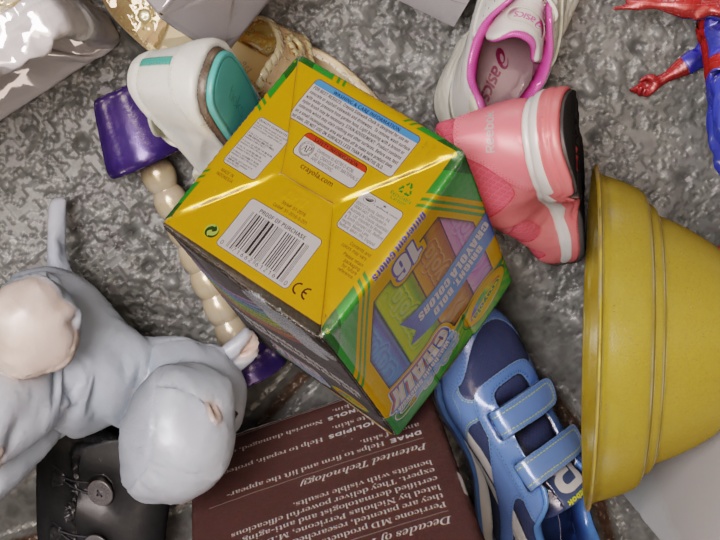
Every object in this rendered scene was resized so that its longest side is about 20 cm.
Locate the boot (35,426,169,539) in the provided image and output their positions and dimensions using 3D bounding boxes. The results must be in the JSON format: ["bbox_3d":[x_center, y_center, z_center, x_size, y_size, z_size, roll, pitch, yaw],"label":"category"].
[{"bbox_3d":[-0.135,0.198,0.810,0.163,0.066,0.203,8,97,7],"label":"boot"}]

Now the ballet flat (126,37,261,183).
[{"bbox_3d":[-0.079,-0.071,0.733,0.069,0.200,0.070,-7,63,13],"label":"ballet flat"}]

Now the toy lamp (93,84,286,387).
[{"bbox_3d":[-0.111,-0.021,0.787,0.058,0.058,0.202,-22,101,0],"label":"toy lamp"}]

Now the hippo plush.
[{"bbox_3d":[-0.152,0.083,0.721,0.160,0.200,0.160,28,101,-13],"label":"hippo plush"}]

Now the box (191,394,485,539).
[{"bbox_3d":[-0.001,0.199,0.746,0.163,0.200,0.167,-18,116,-1],"label":"box"}]

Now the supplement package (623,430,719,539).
[{"bbox_3d":[0.283,0.099,0.770,0.146,0.191,0.201,26,97,-9],"label":"supplement package"}]

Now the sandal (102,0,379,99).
[{"bbox_3d":[-0.071,-0.124,0.764,0.211,0.070,0.078,35,96,-10],"label":"sandal"}]

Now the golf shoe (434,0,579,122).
[{"bbox_3d":[0.107,-0.169,0.761,0.075,0.092,0.202,16,97,-6],"label":"golf shoe"}]

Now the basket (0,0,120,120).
[{"bbox_3d":[-0.261,-0.144,0.682,0.199,0.198,0.162,-30,99,2],"label":"basket"}]

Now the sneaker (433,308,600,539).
[{"bbox_3d":[0.107,0.113,0.805,0.074,0.082,0.202,-28,107,-30],"label":"sneaker"}]

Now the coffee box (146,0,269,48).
[{"bbox_3d":[-0.119,-0.232,0.688,0.200,0.080,0.115,45,100,20],"label":"coffee box"}]

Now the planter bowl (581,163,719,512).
[{"bbox_3d":[0.173,0.040,0.724,0.082,0.200,0.203,2,100,8],"label":"planter bowl"}]

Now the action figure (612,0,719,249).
[{"bbox_3d":[0.203,-0.106,0.783,0.098,0.065,0.203,1,80,7],"label":"action figure"}]

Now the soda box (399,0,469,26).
[{"bbox_3d":[0.071,-0.237,0.699,0.063,0.069,0.200,23,140,-9],"label":"soda box"}]

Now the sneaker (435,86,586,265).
[{"bbox_3d":[0.090,-0.056,0.742,0.086,0.200,0.075,-1,74,12],"label":"sneaker"}]

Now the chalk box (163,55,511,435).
[{"bbox_3d":[0.000,0.000,0.720,0.124,0.200,0.124,32,78,27],"label":"chalk box"}]
